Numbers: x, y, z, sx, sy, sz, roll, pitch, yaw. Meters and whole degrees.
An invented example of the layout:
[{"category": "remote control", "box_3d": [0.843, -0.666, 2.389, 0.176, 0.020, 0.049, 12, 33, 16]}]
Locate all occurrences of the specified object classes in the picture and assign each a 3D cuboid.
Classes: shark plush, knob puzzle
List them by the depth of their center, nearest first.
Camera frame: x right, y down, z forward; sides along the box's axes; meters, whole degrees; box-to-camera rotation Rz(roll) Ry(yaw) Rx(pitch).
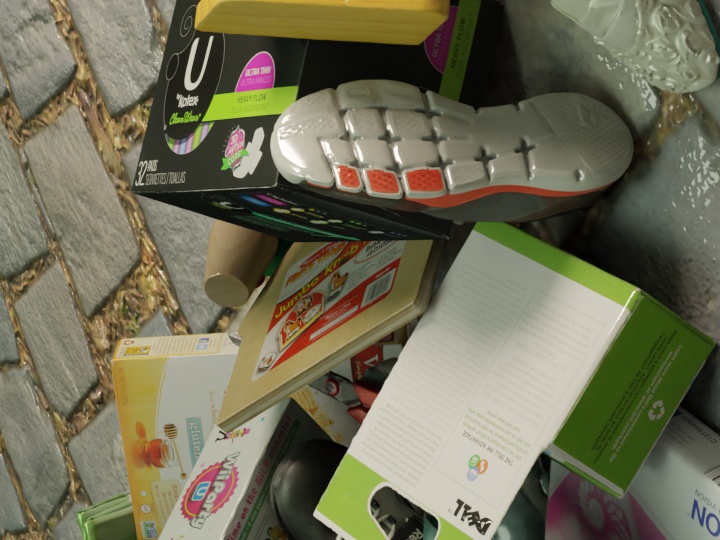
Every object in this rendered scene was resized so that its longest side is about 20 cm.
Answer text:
[{"category": "knob puzzle", "box_3d": [0.000, 0.000, 1.505, 0.030, 0.220, 0.219, 41, 160, -21]}, {"category": "shark plush", "box_3d": [0.071, 0.143, 1.527, 0.091, 0.083, 0.201, -16, 93, 62]}]

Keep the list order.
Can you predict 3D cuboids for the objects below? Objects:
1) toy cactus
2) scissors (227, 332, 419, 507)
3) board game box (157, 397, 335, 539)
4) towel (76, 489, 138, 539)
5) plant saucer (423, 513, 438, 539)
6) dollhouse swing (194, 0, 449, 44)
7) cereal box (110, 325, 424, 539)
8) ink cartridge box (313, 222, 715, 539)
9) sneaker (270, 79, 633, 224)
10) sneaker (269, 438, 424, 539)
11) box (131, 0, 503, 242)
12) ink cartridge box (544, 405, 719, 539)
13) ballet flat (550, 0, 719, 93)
[{"category": "toy cactus", "box_3d": [-0.077, -0.049, 1.610, 0.201, 0.102, 0.166, 89, -167, -45]}, {"category": "scissors", "box_3d": [-0.004, 0.071, 1.514, 0.200, 0.014, 0.073, 40, 125, 27]}, {"category": "board game box", "box_3d": [-0.036, 0.200, 1.570, 0.064, 0.148, 0.200, -7, 135, 41]}, {"category": "towel", "box_3d": [-0.098, 0.208, 1.746, 0.031, 0.199, 0.150, -1, 106, 56]}, {"category": "plant saucer", "box_3d": [0.108, 0.212, 1.393, 0.200, 0.036, 0.200, 37, 180, 0]}, {"category": "dollhouse swing", "box_3d": [-0.017, -0.240, 1.276, 0.176, 0.180, 0.201, 54, -139, -77]}, {"category": "cereal box", "box_3d": [-0.060, 0.111, 1.645, 0.040, 0.198, 0.145, -76, -19, -65]}, {"category": "ink cartridge box", "box_3d": [0.081, 0.088, 1.361, 0.148, 0.076, 0.201, 29, 89, 52]}, {"category": "sneaker", "box_3d": [0.048, -0.050, 1.346, 0.082, 0.198, 0.078, 103, 169, -57]}, {"category": "sneaker", "box_3d": [0.025, 0.181, 1.520, 0.200, 0.074, 0.088, 48, 164, -29]}, {"category": "box", "box_3d": [-0.029, -0.101, 1.459, 0.200, 0.124, 0.150, -1, 75, 61]}, {"category": "ink cartridge box", "box_3d": [0.179, 0.175, 1.402, 0.196, 0.043, 0.201, 38, 137, 45]}, {"category": "ballet flat", "box_3d": [0.115, -0.171, 1.276, 0.201, 0.071, 0.072, 63, 151, 13]}]
